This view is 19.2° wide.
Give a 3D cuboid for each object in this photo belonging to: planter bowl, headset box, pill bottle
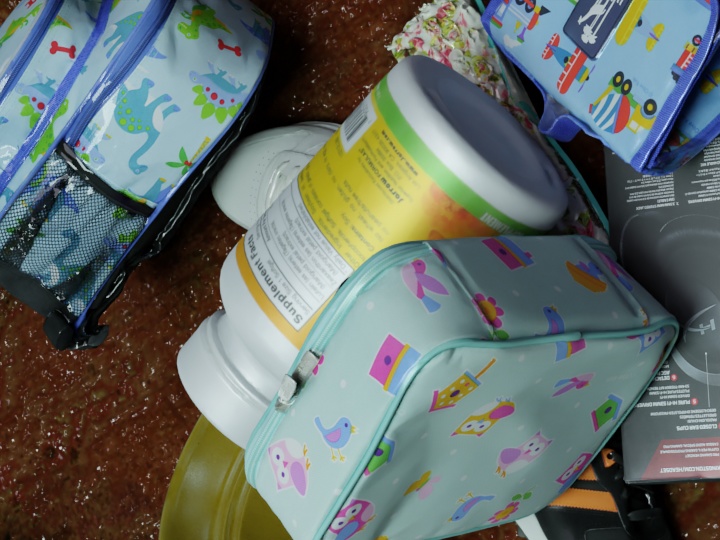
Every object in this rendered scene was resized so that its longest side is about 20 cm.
[{"bbox_3d":[-0.017,0.119,1.174,0.200,0.083,0.201,-37,33,29],"label":"planter bowl"},{"bbox_3d":[0.206,0.022,1.054,0.148,0.077,0.202,-7,84,34],"label":"headset box"},{"bbox_3d":[0.000,0.000,1.070,0.200,0.111,0.111,-47,64,20],"label":"pill bottle"}]

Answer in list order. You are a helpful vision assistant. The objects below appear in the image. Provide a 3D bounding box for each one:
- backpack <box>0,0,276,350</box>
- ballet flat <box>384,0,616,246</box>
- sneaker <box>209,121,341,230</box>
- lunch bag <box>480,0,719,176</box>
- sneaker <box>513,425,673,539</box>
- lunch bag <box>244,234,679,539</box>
[{"bbox_3d":[-0.150,-0.091,1.230,0.147,0.183,0.200,37,108,-17],"label":"backpack"},{"bbox_3d":[0.072,-0.064,1.142,0.064,0.076,0.201,-24,57,-4],"label":"ballet flat"},{"bbox_3d":[-0.015,-0.042,1.194,0.199,0.099,0.075,14,97,35],"label":"sneaker"},{"bbox_3d":[0.154,-0.147,1.058,0.200,0.094,0.151,-54,47,12],"label":"lunch bag"},{"bbox_3d":[0.119,0.097,1.112,0.200,0.070,0.090,51,117,27],"label":"sneaker"},{"bbox_3d":[0.043,0.061,1.006,0.077,0.199,0.161,53,127,29],"label":"lunch bag"}]
